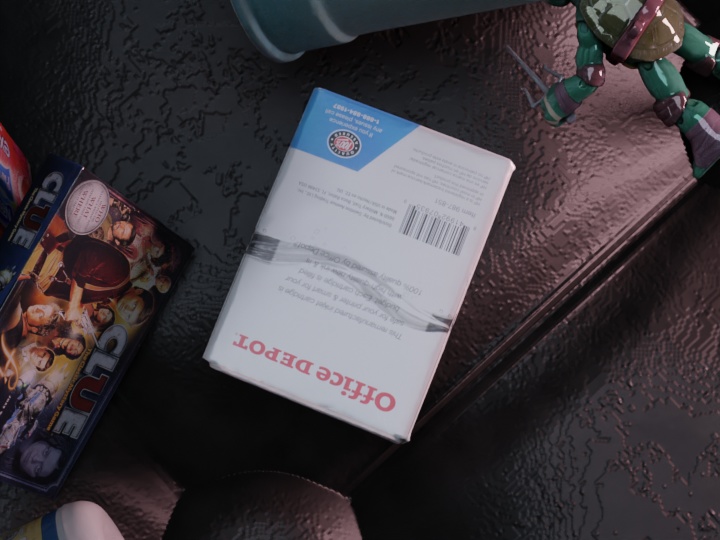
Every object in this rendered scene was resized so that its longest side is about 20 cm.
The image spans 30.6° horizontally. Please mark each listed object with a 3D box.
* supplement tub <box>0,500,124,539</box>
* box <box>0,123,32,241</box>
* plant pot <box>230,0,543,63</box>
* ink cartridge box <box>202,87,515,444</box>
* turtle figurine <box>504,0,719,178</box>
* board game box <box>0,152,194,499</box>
[{"bbox_3d":[-0.229,0.248,0.822,0.200,0.145,0.145,-25,81,-7],"label":"supplement tub"},{"bbox_3d":[-0.280,-0.054,0.846,0.100,0.200,0.096,-12,71,-1],"label":"box"},{"bbox_3d":[0.030,-0.242,0.852,0.196,0.200,0.201,-1,80,17],"label":"plant pot"},{"bbox_3d":[0.000,0.000,0.895,0.145,0.084,0.200,22,81,4],"label":"ink cartridge box"},{"bbox_3d":[0.183,-0.162,0.917,0.200,0.101,0.150,37,83,1],"label":"turtle figurine"},{"bbox_3d":[-0.202,0.041,0.866,0.035,0.135,0.200,23,81,32],"label":"board game box"}]
